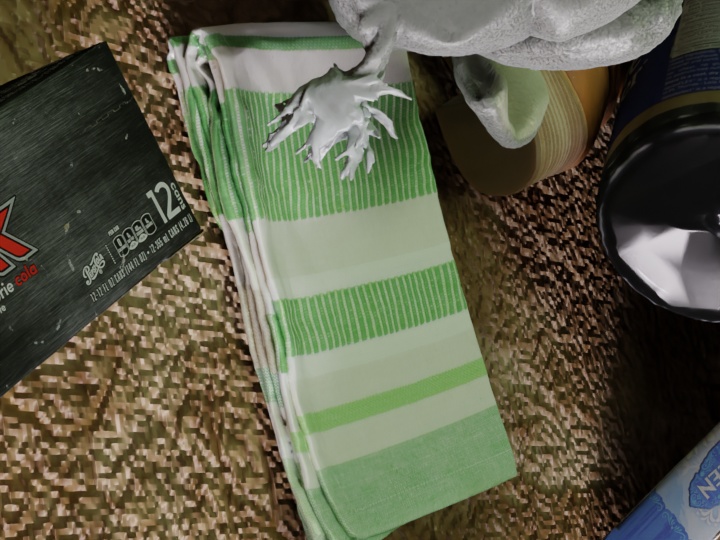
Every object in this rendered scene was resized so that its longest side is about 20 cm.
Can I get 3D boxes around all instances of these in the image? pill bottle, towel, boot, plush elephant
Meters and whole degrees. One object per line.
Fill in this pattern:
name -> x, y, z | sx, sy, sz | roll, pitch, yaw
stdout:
pill bottle -> 0.178, -0.079, 0.884 | 0.112, 0.111, 0.201 | 54, 34, -26
towel -> 0.000, 0.000, 0.743 | 0.152, 0.023, 0.202 | -14, 88, -57
boot -> 0.072, -0.144, 0.851 | 0.155, 0.076, 0.202 | -39, 111, -58
plush elephant -> 0.034, -0.130, 0.705 | 0.164, 0.200, 0.155 | 38, 11, -12

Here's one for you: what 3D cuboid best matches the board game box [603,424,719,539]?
board game box -> 0.240, 0.092, 0.894 | 0.199, 0.199, 0.043 | 24, 22, -48

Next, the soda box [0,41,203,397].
soda box -> -0.129, 0.008, 0.522 | 0.071, 0.063, 0.200 | 63, 35, -13
